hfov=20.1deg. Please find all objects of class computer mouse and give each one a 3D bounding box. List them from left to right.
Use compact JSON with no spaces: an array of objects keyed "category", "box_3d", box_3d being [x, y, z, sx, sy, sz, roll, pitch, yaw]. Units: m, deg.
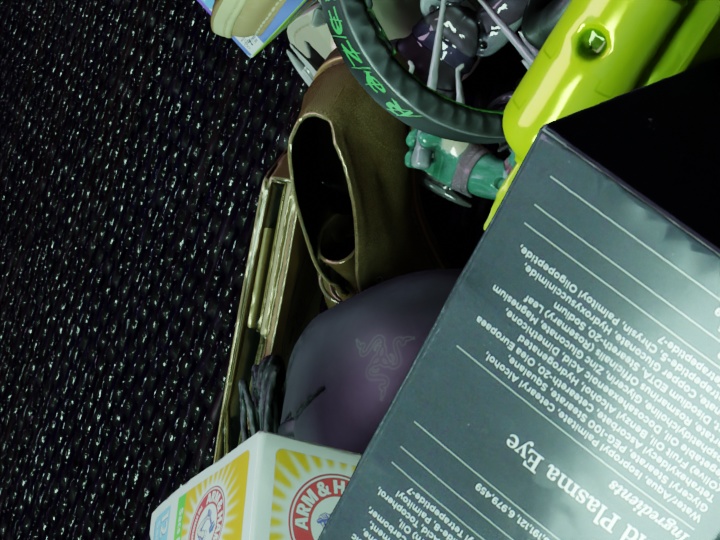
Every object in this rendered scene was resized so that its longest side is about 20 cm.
[{"category":"computer mouse","box_3d":[-0.007,0.067,0.863,0.200,0.052,0.139,-41,51,48]}]

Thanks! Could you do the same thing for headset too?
[{"category":"headset","box_3d":[0.074,-0.128,0.758,0.124,0.199,0.094,60,167,-6]}]

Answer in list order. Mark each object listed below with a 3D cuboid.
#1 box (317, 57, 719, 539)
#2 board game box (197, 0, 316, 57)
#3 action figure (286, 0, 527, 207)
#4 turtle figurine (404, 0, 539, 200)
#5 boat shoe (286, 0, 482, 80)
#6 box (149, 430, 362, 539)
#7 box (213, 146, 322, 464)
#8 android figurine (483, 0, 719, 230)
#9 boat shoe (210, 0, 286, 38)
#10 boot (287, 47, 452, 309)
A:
[{"category":"box","box_3d":[0.095,0.040,0.628,0.104,0.200,0.183,36,118,18]},{"category":"board game box","box_3d":[0.010,-0.201,1.017,0.134,0.045,0.200,-46,5,-35]},{"category":"action figure","box_3d":[0.049,-0.118,0.948,0.200,0.130,0.069,-53,5,24]},{"category":"turtle figurine","box_3d":[0.086,-0.042,0.843,0.150,0.100,0.201,138,128,-66]},{"category":"boat shoe","box_3d":[0.026,-0.136,1.078,0.059,0.072,0.200,-40,14,-19]},{"category":"box","box_3d":[0.026,0.143,0.737,0.101,0.199,0.113,-40,41,54]},{"category":"box","box_3d":[-0.038,0.006,1.059,0.200,0.021,0.164,-66,-13,-72]},{"category":"android figurine","box_3d":[0.103,-0.065,0.681,0.041,0.182,0.200,40,115,17]},{"category":"boat shoe","box_3d":[-0.017,-0.156,0.911,0.200,0.064,0.072,133,153,-61]},{"category":"boot","box_3d":[0.000,0.000,0.945,0.076,0.073,0.201,-56,-38,-51]}]
